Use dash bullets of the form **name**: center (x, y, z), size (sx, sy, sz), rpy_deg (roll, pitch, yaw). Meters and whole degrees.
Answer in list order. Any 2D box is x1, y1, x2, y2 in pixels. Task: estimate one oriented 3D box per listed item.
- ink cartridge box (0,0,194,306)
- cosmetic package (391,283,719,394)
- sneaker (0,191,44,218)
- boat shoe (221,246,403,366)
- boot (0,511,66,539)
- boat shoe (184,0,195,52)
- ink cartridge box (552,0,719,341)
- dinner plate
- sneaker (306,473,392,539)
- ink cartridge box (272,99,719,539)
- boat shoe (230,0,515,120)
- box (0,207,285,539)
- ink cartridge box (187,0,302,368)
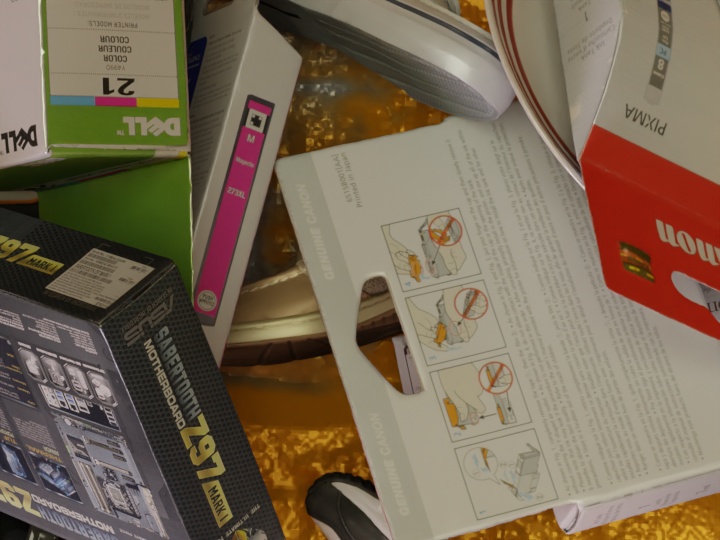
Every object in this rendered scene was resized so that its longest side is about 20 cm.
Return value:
- **ink cartridge box**: center (-0.141, -0.044, 1.158), size (0.076, 0.148, 0.200), rpy_deg (0, 85, -35)
- **cosmetic package**: center (0.121, 0.051, 1.249), size (0.200, 0.051, 0.083), rpy_deg (-13, 86, 4)
- **sneaker**: center (-0.144, -0.057, 1.269), size (0.080, 0.074, 0.200), rpy_deg (18, 88, 4)
- **boat shoe**: center (0.000, 0.000, 1.258), size (0.200, 0.071, 0.065), rpy_deg (-13, 81, -6)
- **boot**: center (-0.227, 0.163, 1.258), size (0.158, 0.079, 0.211), rpy_deg (21, 89, 6)
- **boat shoe**: center (-0.110, -0.174, 1.242), size (0.074, 0.066, 0.200), rpy_deg (9, 59, -16)
- **ink cartridge box**: center (0.164, -0.058, 1.167), size (0.047, 0.160, 0.200), rpy_deg (-37, 44, 36)
- **dinner plate**: center (0.126, -0.087, 1.206), size (0.024, 0.200, 0.200), rpy_deg (-36, 83, 37)
- **sneaker**: center (0.037, 0.182, 1.230), size (0.080, 0.074, 0.200), rpy_deg (-42, 84, 3)
- **ink cartridge box**: center (0.068, 0.023, 1.189), size (0.173, 0.044, 0.200), rpy_deg (-14, 69, -11)
- **boat shoe**: center (0.007, -0.135, 1.223), size (0.200, 0.074, 0.067), rpy_deg (30, 81, 39)
- **box**: center (-0.137, 0.049, 1.144), size (0.200, 0.158, 0.051), rpy_deg (16, 46, 43)
- **ink cartridge box**: center (-0.073, -0.047, 1.215), size (0.037, 0.095, 0.200), rpy_deg (18, 77, -24)
